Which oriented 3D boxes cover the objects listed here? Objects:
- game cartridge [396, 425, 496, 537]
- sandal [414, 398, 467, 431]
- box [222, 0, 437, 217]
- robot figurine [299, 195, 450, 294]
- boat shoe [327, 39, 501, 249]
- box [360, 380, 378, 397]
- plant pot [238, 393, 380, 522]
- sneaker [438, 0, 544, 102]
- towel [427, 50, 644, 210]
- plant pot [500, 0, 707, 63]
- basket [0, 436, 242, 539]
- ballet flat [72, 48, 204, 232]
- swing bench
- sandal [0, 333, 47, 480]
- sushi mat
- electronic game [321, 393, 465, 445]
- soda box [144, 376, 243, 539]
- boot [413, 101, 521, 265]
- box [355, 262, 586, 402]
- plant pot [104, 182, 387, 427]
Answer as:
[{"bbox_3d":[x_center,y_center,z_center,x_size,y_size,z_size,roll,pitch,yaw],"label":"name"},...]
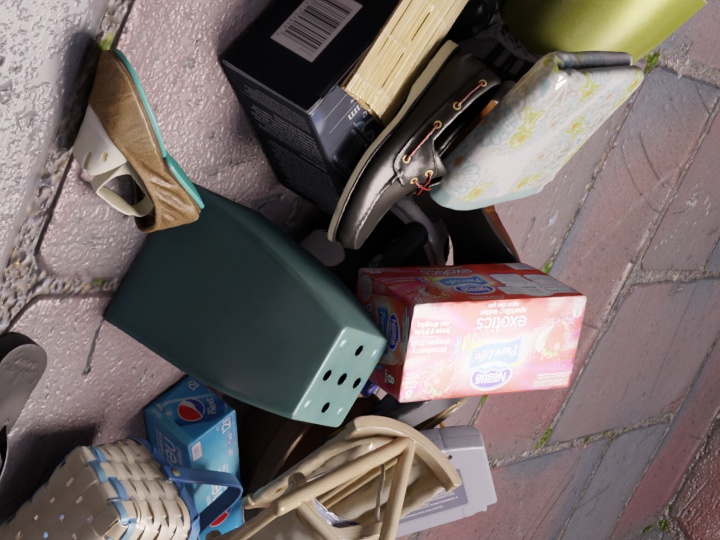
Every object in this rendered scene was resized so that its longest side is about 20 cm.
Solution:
[{"bbox_3d":[0.041,0.230,1.468,0.198,0.041,0.134,-16,138,0],"label":"game cartridge"},{"bbox_3d":[0.058,0.207,1.515,0.200,0.054,0.080,-51,175,19],"label":"sandal"},{"bbox_3d":[-0.012,-0.156,1.223,0.149,0.107,0.200,-50,152,-14],"label":"box"},{"bbox_3d":[0.002,0.001,1.384,0.200,0.150,0.125,-43,136,-24],"label":"robot figurine"},{"bbox_3d":[0.045,-0.099,1.183,0.202,0.063,0.074,-54,171,-3],"label":"boat shoe"},{"bbox_3d":[0.057,0.057,1.416,0.119,0.042,0.200,-44,175,27],"label":"box"},{"bbox_3d":[-0.071,0.195,1.504,0.200,0.092,0.202,-38,146,-32],"label":"plant pot"},{"bbox_3d":[0.136,-0.226,1.342,0.198,0.076,0.115,5,114,-12],"label":"sneaker"},{"bbox_3d":[0.163,-0.133,1.272,0.171,0.048,0.199,-50,161,30],"label":"towel"},{"bbox_3d":[0.223,-0.265,1.442,0.200,0.187,0.187,-48,155,17],"label":"plant pot"},{"bbox_3d":[-0.215,0.237,1.256,0.176,0.139,0.200,-44,147,9],"label":"basket"},{"bbox_3d":[-0.182,-0.089,1.082,0.072,0.068,0.200,-31,151,-7],"label":"ballet flat"},{"bbox_3d":[-0.042,0.242,1.294,0.199,0.130,0.200,-40,-176,40],"label":"swing bench"},{"bbox_3d":[-0.313,0.147,1.121,0.076,0.043,0.201,12,108,-60],"label":"sandal"},{"bbox_3d":[0.057,-0.217,1.143,0.201,0.012,0.096,-57,153,-1],"label":"sushi mat"},{"bbox_3d":[0.051,0.132,1.397,0.199,0.042,0.200,-28,177,-2],"label":"electronic game"},{"bbox_3d":[-0.165,0.204,1.389,0.064,0.068,0.201,-36,146,-32],"label":"soda box"},{"bbox_3d":[0.118,-0.091,1.407,0.188,0.068,0.201,47,36,-27],"label":"boot"},{"bbox_3d":[0.097,0.054,1.270,0.198,0.100,0.096,-2,109,-32],"label":"box"},{"bbox_3d":[-0.086,0.042,1.209,0.142,0.199,0.141,-59,152,4],"label":"plant pot"}]
